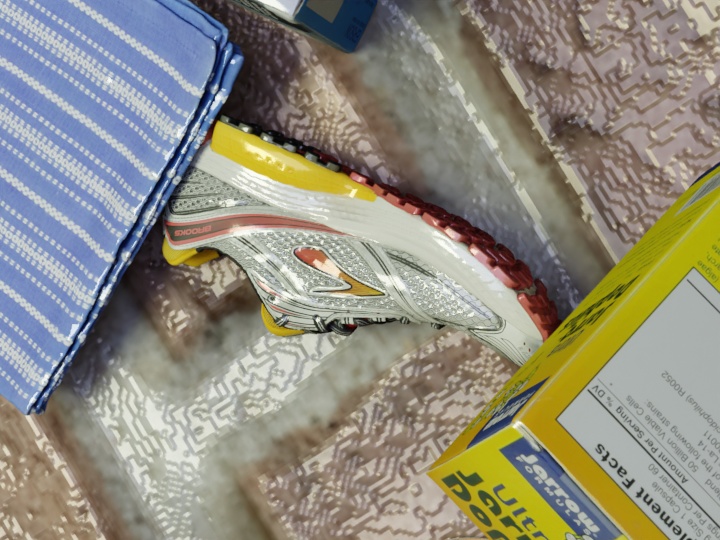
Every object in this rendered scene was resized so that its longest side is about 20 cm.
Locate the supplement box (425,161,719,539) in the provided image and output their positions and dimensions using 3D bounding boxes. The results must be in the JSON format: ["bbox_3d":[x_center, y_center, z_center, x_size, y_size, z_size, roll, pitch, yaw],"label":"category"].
[{"bbox_3d":[0.142,0.045,0.887,0.109,0.110,0.200,46,67,0],"label":"supplement box"}]

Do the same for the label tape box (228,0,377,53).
[{"bbox_3d":[-0.091,-0.169,0.955,0.199,0.144,0.064,26,94,9],"label":"label tape box"}]

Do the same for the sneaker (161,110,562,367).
[{"bbox_3d":[0.000,0.000,0.977,0.199,0.078,0.083,25,96,18],"label":"sneaker"}]

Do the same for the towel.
[{"bbox_3d":[-0.151,-0.053,0.993,0.144,0.024,0.201,35,101,26],"label":"towel"}]

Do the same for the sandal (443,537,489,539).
[{"bbox_3d":[0.116,0.146,0.942,0.205,0.059,0.080,5,55,9],"label":"sandal"}]
